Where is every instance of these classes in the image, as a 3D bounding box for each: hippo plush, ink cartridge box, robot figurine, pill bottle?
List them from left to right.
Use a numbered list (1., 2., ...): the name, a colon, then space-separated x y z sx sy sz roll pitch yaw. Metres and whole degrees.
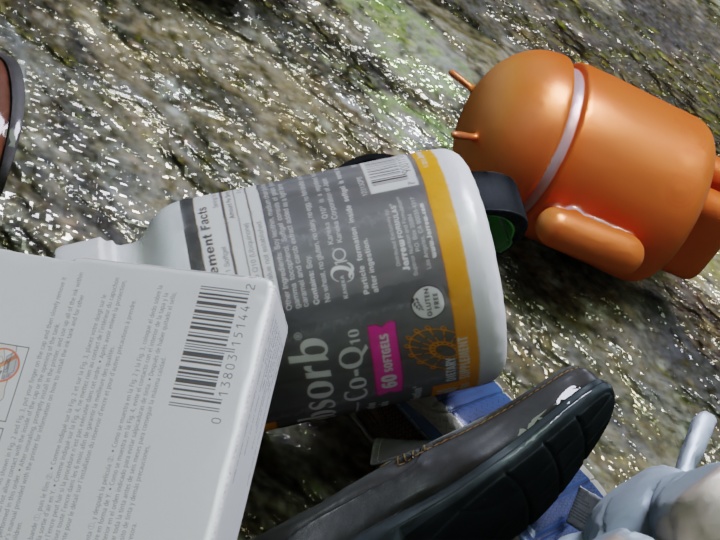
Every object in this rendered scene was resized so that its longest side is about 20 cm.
1. ink cartridge box: -0.136 0.088 0.733 0.174 0.045 0.202 7 61 11
2. pill bottle: -0.038 0.016 0.852 0.198 0.117 0.117 -12 48 -4
3. robot figurine: 0.143 -0.068 1.144 0.199 0.117 0.145 23 77 -15
4. hippo plush: 0.135 0.176 0.767 0.162 0.159 0.200 58 4 2

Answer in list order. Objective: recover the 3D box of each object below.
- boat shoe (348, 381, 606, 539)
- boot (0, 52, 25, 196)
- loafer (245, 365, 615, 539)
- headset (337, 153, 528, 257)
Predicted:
1. boat shoe: 0.063 0.112 0.914 0.072 0.073 0.201 -10 53 -43
2. boot: -0.279 -0.110 0.908 0.198 0.069 0.189 3 47 -34
3. loafer: 0.028 0.101 0.833 0.199 0.073 0.072 -34 57 -11
4. headset: 0.000 0.000 0.969 0.198 0.124 0.095 -7 71 -24
